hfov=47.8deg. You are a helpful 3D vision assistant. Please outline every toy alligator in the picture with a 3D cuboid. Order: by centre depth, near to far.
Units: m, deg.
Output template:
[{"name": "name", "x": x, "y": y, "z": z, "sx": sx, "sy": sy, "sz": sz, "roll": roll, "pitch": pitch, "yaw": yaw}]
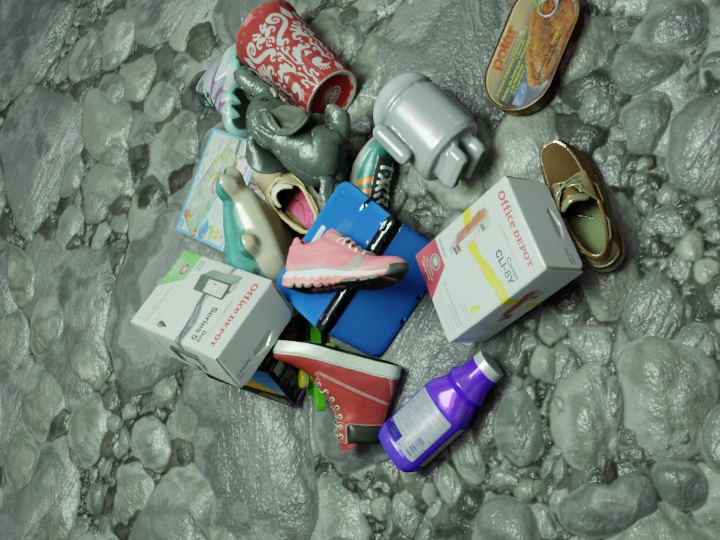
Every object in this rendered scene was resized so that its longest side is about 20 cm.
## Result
[{"name": "toy alligator", "x": -0.075, "y": 0.128, "z": 1.299, "sx": 0.054, "sy": 0.058, "sz": 0.204, "roll": 127, "pitch": 140, "yaw": -63}]

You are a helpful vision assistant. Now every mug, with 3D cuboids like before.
[{"name": "mug", "x": -0.104, "y": -0.338, "z": 1.401, "sx": 0.132, "sy": 0.179, "sz": 0.200, "roll": -33, "pitch": 61, "yaw": -20}]

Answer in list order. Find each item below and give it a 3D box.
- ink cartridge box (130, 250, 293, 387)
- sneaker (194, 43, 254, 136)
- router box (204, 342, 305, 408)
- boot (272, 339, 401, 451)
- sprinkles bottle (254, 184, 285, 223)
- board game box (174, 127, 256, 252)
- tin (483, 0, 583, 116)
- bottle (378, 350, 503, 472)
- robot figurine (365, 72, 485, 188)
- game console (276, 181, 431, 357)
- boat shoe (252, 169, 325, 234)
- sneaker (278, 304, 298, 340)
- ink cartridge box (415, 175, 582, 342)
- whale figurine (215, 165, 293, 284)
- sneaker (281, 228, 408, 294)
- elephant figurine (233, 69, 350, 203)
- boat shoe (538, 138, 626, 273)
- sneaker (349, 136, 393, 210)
[{"name": "ink cartridge box", "x": -0.222, "y": 0.069, "z": 1.219, "sx": 0.197, "sy": 0.085, "sz": 0.147, "roll": 16, "pitch": 61, "yaw": 35}, {"name": "sneaker", "x": -0.259, "y": -0.310, "z": 1.499, "sx": 0.138, "sy": 0.077, "sz": 0.203, "roll": -22, "pitch": 51, "yaw": 31}, {"name": "router box", "x": -0.197, "y": 0.141, "z": 1.310, "sx": 0.197, "sy": 0.150, "sz": 0.052, "roll": 12, "pitch": 59, "yaw": 34}, {"name": "boot", "x": -0.049, "y": 0.187, "z": 1.211, "sx": 0.196, "sy": 0.072, "sz": 0.147, "roll": 16, "pitch": 90, "yaw": -2}, {"name": "sprinkles bottle", "x": -0.161, "y": -0.080, "z": 1.389, "sx": 0.067, "sy": 0.068, "sz": 0.204, "roll": 7, "pitch": 82, "yaw": 33}, {"name": "board game box", "x": -0.251, "y": -0.146, "z": 1.481, "sx": 0.133, "sy": 0.034, "sz": 0.203, "roll": 22, "pitch": 91, "yaw": 34}, {"name": "tin", "x": 0.256, "y": -0.327, "z": 1.200, "sx": 0.111, "sy": 0.042, "sz": 0.203, "roll": 25, "pitch": 92, "yaw": 30}, {"name": "bottle", "x": 0.116, "y": 0.196, "z": 1.150, "sx": 0.200, "sy": 0.065, "sz": 0.084, "roll": -46, "pitch": 60, "yaw": 15}, {"name": "robot figurine", "x": 0.097, "y": -0.217, "z": 1.218, "sx": 0.200, "sy": 0.168, "sz": 0.114, "roll": 46, "pitch": 143, "yaw": 19}, {"name": "game console", "x": 0.000, "y": 0.000, "z": 1.230, "sx": 0.170, "sy": 0.118, "sz": 0.202, "roll": 40, "pitch": 100, "yaw": 28}, {"name": "boat shoe", "x": -0.113, "y": -0.120, "z": 1.295, "sx": 0.199, "sy": 0.069, "sz": 0.074, "roll": 40, "pitch": 106, "yaw": 29}, {"name": "sneaker", "x": -0.165, "y": 0.083, "z": 1.341, "sx": 0.199, "sy": 0.074, "sz": 0.086, "roll": 16, "pitch": 115, "yaw": 57}, {"name": "ink cartridge box", "x": 0.183, "y": -0.012, "z": 1.109, "sx": 0.200, "sy": 0.082, "sz": 0.147, "roll": -43, "pitch": 57, "yaw": 40}, {"name": "whale figurine", "x": -0.181, "y": -0.059, "z": 1.277, "sx": 0.102, "sy": 0.160, "sz": 0.202, "roll": -25, "pitch": 109, "yaw": 14}, {"name": "sneaker", "x": -0.026, "y": -0.018, "z": 1.139, "sx": 0.197, "sy": 0.073, "sz": 0.089, "roll": -4, "pitch": 78, "yaw": 27}, {"name": "elephant figurine", "x": -0.122, "y": -0.214, "z": 1.261, "sx": 0.196, "sy": 0.155, "sz": 0.144, "roll": 17, "pitch": 103, "yaw": -10}, {"name": "boat shoe", "x": 0.297, "y": -0.095, "z": 1.097, "sx": 0.075, "sy": 0.073, "sz": 0.203, "roll": -33, "pitch": 64, "yaw": 21}, {"name": "sneaker", "x": 0.019, "y": -0.113, "z": 1.284, "sx": 0.079, "sy": 0.071, "sz": 0.203, "roll": 31, "pitch": 104, "yaw": 33}]
